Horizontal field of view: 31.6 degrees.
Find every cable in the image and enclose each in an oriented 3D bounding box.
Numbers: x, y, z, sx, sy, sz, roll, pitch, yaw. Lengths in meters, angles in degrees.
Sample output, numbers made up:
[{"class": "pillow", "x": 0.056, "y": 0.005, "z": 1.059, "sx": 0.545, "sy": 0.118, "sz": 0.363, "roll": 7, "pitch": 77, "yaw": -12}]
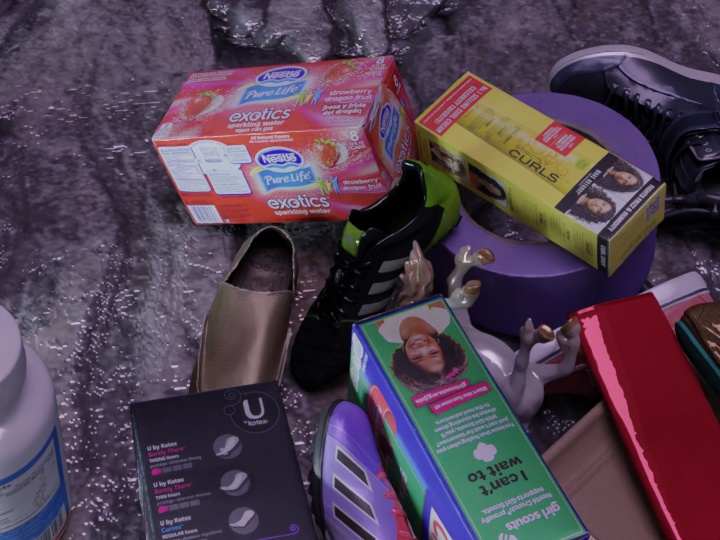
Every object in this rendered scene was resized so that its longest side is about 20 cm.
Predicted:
[{"class": "cable", "x": 0.282, "y": 0.003, "z": 1.096, "sx": 0.198, "sy": 0.051, "sz": 0.164, "roll": 7, "pitch": 58, "yaw": 10}]

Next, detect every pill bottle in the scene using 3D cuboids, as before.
[{"class": "pill bottle", "x": -0.253, "y": 0.109, "z": 0.838, "sx": 0.111, "sy": 0.201, "sz": 0.113, "roll": 3, "pitch": 49, "yaw": -4}]

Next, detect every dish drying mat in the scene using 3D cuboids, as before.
[{"class": "dish drying mat", "x": 0.217, "y": 0.111, "z": 0.907, "sx": 0.076, "sy": 0.018, "sz": 0.201, "roll": -10, "pitch": 63, "yaw": -20}]

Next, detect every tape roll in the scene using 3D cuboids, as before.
[{"class": "tape roll", "x": 0.149, "y": -0.050, "z": 1.069, "sx": 0.198, "sy": 0.085, "sz": 0.201, "roll": -4, "pitch": 53, "yaw": 5}]

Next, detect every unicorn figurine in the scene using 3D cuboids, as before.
[{"class": "unicorn figurine", "x": 0.099, "y": 0.076, "z": 0.947, "sx": 0.073, "sy": 0.138, "sz": 0.200, "roll": -13, "pitch": 53, "yaw": -40}]

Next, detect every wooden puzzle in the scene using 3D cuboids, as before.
[{"class": "wooden puzzle", "x": 0.234, "y": 0.174, "z": 0.905, "sx": 0.185, "sy": 0.037, "sz": 0.200, "roll": -35, "pitch": 73, "yaw": -30}]

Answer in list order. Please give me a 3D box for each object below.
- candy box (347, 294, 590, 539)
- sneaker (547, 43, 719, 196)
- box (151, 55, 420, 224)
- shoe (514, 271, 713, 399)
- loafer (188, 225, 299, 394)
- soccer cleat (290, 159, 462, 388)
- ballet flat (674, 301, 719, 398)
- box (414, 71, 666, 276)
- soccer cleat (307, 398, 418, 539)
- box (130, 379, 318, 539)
[{"class": "candy box", "x": 0.063, "y": 0.148, "z": 0.863, "sx": 0.076, "sy": 0.170, "sz": 0.201, "roll": -20, "pitch": 55, "yaw": -18}, {"class": "sneaker", "x": 0.272, "y": -0.133, "z": 1.185, "sx": 0.200, "sy": 0.077, "sz": 0.147, "roll": 11, "pitch": 47, "yaw": 1}, {"class": "box", "x": -0.058, "y": -0.107, "z": 1.064, "sx": 0.198, "sy": 0.100, "sz": 0.096, "roll": -1, "pitch": 46, "yaw": 25}, {"class": "shoe", "x": 0.201, "y": 0.081, "z": 1.000, "sx": 0.199, "sy": 0.072, "sz": 0.092, "roll": -23, "pitch": 73, "yaw": -9}, {"class": "loafer", "x": -0.090, "y": 0.044, "z": 0.998, "sx": 0.075, "sy": 0.068, "sz": 0.201, "roll": 7, "pitch": 50, "yaw": -1}, {"class": "soccer cleat", "x": 0.000, "y": 0.000, "z": 0.990, "sx": 0.067, "sy": 0.081, "sz": 0.201, "roll": 38, "pitch": 93, "yaw": 38}, {"class": "ballet flat", "x": 0.298, "y": 0.102, "z": 0.901, "sx": 0.072, "sy": 0.068, "sz": 0.201, "roll": -24, "pitch": 60, "yaw": 1}, {"class": "box", "x": 0.139, "y": -0.080, "z": 1.008, "sx": 0.075, "sy": 0.050, "sz": 0.200, "roll": -42, "pitch": 57, "yaw": -19}, {"class": "soccer cleat", "x": 0.015, "y": 0.183, "z": 0.834, "sx": 0.073, "sy": 0.068, "sz": 0.202, "roll": -10, "pitch": 84, "yaw": 29}, {"class": "box", "x": -0.085, "y": 0.192, "z": 0.839, "sx": 0.105, "sy": 0.123, "sz": 0.201, "roll": -8, "pitch": 52, "yaw": -13}]
